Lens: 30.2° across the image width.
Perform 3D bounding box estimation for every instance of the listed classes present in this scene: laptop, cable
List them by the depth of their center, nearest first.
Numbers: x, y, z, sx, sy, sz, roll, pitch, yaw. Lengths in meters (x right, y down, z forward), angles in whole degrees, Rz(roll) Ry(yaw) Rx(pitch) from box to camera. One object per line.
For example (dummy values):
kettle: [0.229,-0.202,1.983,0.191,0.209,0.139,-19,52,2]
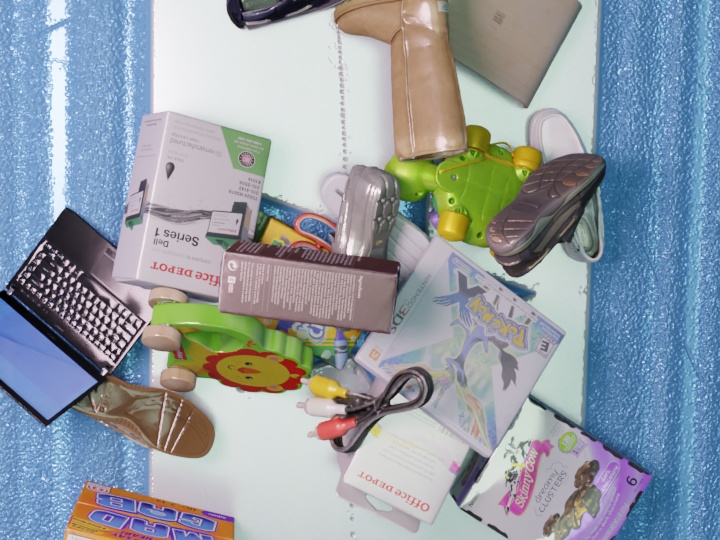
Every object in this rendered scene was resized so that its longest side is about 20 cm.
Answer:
cable: [0.004,0.164,1.552,0.050,0.199,0.099,-7,87,-43]
laptop: [-0.362,0.050,1.592,0.177,0.103,0.201,38,91,8]

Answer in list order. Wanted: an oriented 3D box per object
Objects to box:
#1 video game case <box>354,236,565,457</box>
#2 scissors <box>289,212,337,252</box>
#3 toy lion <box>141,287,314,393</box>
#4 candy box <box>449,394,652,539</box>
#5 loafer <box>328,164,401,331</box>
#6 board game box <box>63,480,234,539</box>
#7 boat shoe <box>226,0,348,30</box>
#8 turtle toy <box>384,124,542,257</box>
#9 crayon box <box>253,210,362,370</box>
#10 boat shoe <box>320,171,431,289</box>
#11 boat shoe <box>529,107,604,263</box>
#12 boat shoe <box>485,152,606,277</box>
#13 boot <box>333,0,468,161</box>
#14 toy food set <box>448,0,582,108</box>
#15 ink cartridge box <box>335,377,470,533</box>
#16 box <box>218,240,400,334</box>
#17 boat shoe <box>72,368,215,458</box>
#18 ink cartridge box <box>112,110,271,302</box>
video game case: [0.121,0.090,1.590,0.199,0.022,0.183,36,74,-4]
scissors: [0.000,0.000,1.635,0.198,0.014,0.074,28,90,-6]
toy lion: [-0.152,0.096,1.601,0.189,0.201,0.070,4,63,5]
candy box: [0.242,0.275,1.708,0.199,0.072,0.169,32,93,-8]
loafer: [-0.005,-0.027,1.599,0.069,0.069,0.203,0,111,-49]
board game box: [-0.270,0.397,1.611,0.197,0.200,0.203,15,95,-7]
boat shoe: [-0.066,-0.343,1.603,0.198,0.093,0.075,-25,98,-2]
turtle toy: [0.126,-0.099,1.636,0.198,0.101,0.148,19,80,-19]
crayon box: [-0.082,0.020,1.662,0.198,0.052,0.127,28,93,-7]
boat shoe: [0.034,-0.051,1.653,0.072,0.071,0.200,-42,93,14]
boat shoe: [0.268,-0.106,1.670,0.070,0.069,0.202,-21,97,-2]
boat shoe: [0.223,-0.067,1.594,0.199,0.074,0.074,-40,131,-25]
boot: [0.044,-0.229,1.586,0.066,0.174,0.203,-3,87,-47]
toy food set: [0.163,-0.313,1.652,0.198,0.060,0.145,29,92,-16]
ink cartridge box: [0.059,0.207,1.657,0.127,0.125,0.202,27,93,-7]
box: [-0.056,0.018,1.518,0.197,0.100,0.076,6,99,3]
boat shoe: [-0.275,0.176,1.663,0.198,0.063,0.074,27,76,-10]
ink cartridge box: [-0.200,-0.071,1.587,0.145,0.084,0.203,12,85,-31]
